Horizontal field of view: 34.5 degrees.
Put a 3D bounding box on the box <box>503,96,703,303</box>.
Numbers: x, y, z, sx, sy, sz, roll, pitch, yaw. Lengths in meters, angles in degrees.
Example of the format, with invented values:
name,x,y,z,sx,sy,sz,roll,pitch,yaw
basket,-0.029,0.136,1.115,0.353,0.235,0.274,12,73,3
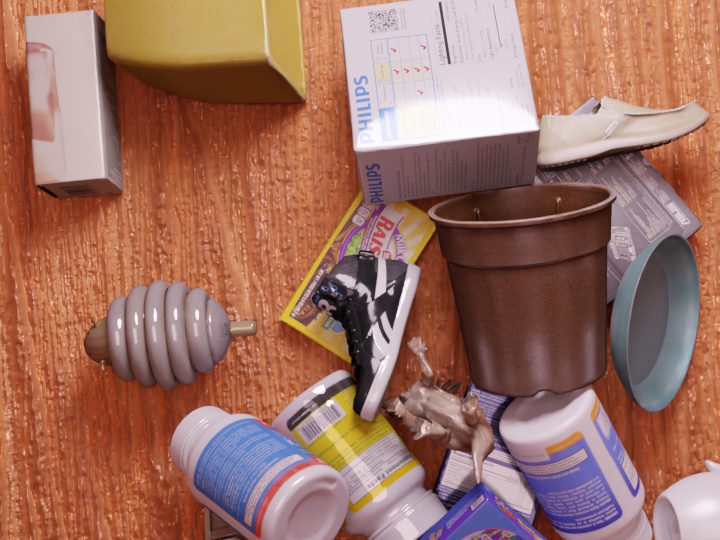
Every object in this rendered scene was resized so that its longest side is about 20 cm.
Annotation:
name,x,y,z,sx,sy,sz,roll,pitch,yaw
box,0.273,-0.076,1.355,0.158,0.048,0.200,-40,84,-1

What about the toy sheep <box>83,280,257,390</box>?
name,x,y,z,sx,sy,sz,roll,pitch,yaw
toy sheep,-0.217,0.073,1.318,0.200,0.138,0.138,-10,84,1

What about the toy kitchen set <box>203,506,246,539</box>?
name,x,y,z,sx,sy,sz,roll,pitch,yaw
toy kitchen set,-0.072,0.333,1.275,0.180,0.200,0.163,-13,46,1

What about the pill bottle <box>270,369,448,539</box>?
name,x,y,z,sx,sy,sz,roll,pitch,yaw
pill bottle,0.000,0.221,1.295,0.114,0.114,0.200,-38,78,-2

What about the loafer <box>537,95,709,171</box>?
name,x,y,z,sx,sy,sz,roll,pitch,yaw
loafer,0.291,-0.164,1.301,0.200,0.076,0.068,-13,90,1

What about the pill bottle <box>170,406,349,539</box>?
name,x,y,z,sx,sy,sz,roll,pitch,yaw
pill bottle,-0.115,0.221,1.240,0.200,0.112,0.112,26,85,42

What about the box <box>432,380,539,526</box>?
name,x,y,z,sx,sy,sz,roll,pitch,yaw
box,0.160,0.215,1.338,0.121,0.032,0.200,19,87,4

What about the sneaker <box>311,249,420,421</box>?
name,x,y,z,sx,sy,sz,roll,pitch,yaw
sneaker,-0.009,0.068,1.297,0.112,0.073,0.200,16,56,2

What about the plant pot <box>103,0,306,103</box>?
name,x,y,z,sx,sy,sz,roll,pitch,yaw
plant pot,-0.184,-0.296,1.330,0.200,0.196,0.195,-6,84,8

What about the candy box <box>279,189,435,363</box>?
name,x,y,z,sx,sy,sz,roll,pitch,yaw
candy box,0.000,0.000,1.370,0.102,0.026,0.200,32,86,1

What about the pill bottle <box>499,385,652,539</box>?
name,x,y,z,sx,sy,sz,roll,pitch,yaw
pill bottle,0.243,0.226,1.271,0.112,0.112,0.200,-30,110,-1

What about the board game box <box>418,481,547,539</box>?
name,x,y,z,sx,sy,sz,roll,pitch,yaw
board game box,0.107,0.341,1.229,0.134,0.045,0.200,43,99,-13

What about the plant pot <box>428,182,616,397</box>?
name,x,y,z,sx,sy,sz,roll,pitch,yaw
plant pot,0.185,0.021,1.254,0.200,0.200,0.199,-8,103,1

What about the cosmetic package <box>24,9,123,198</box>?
name,x,y,z,sx,sy,sz,roll,pitch,yaw
cosmetic package,-0.337,-0.193,1.366,0.087,0.103,0.200,-5,83,1

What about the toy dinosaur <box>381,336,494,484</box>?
name,x,y,z,sx,sy,sz,roll,pitch,yaw
toy dinosaur,0.098,0.163,1.265,0.086,0.136,0.200,-47,48,-4

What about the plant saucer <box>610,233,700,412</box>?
name,x,y,z,sx,sy,sz,roll,pitch,yaw
plant saucer,0.324,0.057,1.288,0.036,0.200,0.200,9,84,37

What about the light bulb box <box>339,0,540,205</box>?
name,x,y,z,sx,sy,sz,roll,pitch,yaw
light bulb box,0.087,-0.196,1.309,0.200,0.125,0.199,-7,63,2

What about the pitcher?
name,x,y,z,sx,sy,sz,roll,pitch,yaw
pitcher,0.430,0.259,1.292,0.200,0.121,0.172,-3,63,-8
